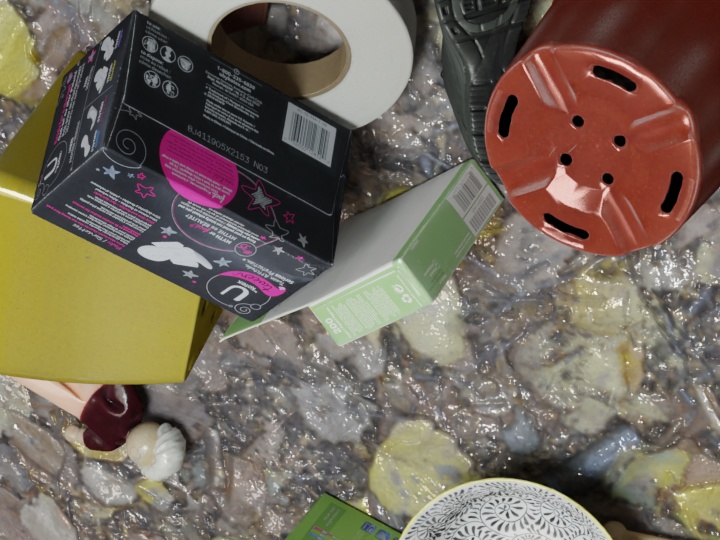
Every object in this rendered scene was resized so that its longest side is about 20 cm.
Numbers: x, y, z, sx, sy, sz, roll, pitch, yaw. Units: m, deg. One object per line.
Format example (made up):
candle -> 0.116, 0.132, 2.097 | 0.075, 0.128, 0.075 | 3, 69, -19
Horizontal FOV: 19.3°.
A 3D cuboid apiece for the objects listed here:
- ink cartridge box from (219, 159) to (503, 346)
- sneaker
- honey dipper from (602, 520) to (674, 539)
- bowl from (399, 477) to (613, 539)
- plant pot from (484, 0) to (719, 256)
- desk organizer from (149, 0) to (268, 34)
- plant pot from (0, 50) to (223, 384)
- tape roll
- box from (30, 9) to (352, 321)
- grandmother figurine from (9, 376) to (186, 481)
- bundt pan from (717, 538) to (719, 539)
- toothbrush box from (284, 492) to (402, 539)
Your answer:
ink cartridge box -> 0.000, 0.000, 1.619 | 0.199, 0.146, 0.048 | -26, 109, 40
sneaker -> 0.083, -0.162, 1.510 | 0.091, 0.075, 0.202 | -153, 56, -74
honey dipper -> 0.280, 0.227, 1.669 | 0.199, 0.038, 0.038 | 8, 123, 29
bowl -> 0.129, 0.254, 1.722 | 0.199, 0.094, 0.202 | 3, 101, 15
plant pot -> 0.185, -0.119, 1.395 | 0.199, 0.195, 0.202 | 16, 127, 23
desk organizer -> -0.109, -0.260, 1.561 | 0.072, 0.077, 0.201 | 60, 157, 29
plant pot -> -0.192, -0.022, 1.703 | 0.175, 0.200, 0.201 | 19, 129, 5
tape roll -> -0.058, -0.174, 1.555 | 0.201, 0.037, 0.203 | 4, 143, 3
box -> -0.122, -0.074, 1.556 | 0.199, 0.133, 0.115 | 28, 141, -27
grandmother figurine -> -0.240, 0.119, 1.905 | 0.199, 0.061, 0.122 | 36, 140, 10
bundt pan -> 0.358, 0.243, 1.564 | 0.200, 0.076, 0.204 | 0, 90, 17
toothbrush box -> 0.012, 0.303, 1.809 | 0.199, 0.146, 0.087 | 25, 130, 14
